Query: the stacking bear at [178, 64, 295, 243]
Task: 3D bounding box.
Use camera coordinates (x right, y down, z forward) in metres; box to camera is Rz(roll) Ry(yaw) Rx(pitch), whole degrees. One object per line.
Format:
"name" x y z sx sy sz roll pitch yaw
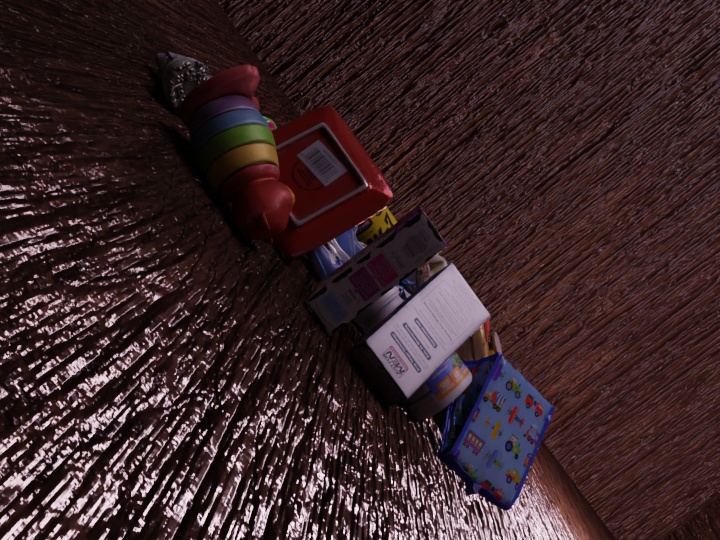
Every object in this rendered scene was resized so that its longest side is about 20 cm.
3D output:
"stacking bear" -0.147 -0.134 1.033 0.122 0.112 0.203 110 -43 -70

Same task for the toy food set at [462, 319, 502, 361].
"toy food set" 0.233 0.160 1.524 0.198 0.048 0.204 -52 127 -69

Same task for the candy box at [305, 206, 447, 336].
"candy box" 0.022 -0.004 1.128 0.061 0.199 0.136 51 6 -5

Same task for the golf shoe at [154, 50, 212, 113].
"golf shoe" -0.265 -0.276 1.169 0.097 0.079 0.200 36 2 -1

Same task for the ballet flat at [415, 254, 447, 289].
"ballet flat" 0.128 0.014 1.442 0.076 0.063 0.203 57 20 -46

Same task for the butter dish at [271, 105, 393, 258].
"butter dish" -0.077 -0.112 1.241 0.201 0.197 0.148 55 -16 19

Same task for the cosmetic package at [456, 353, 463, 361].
"cosmetic package" 0.164 0.209 1.501 0.200 0.073 0.103 42 27 -51

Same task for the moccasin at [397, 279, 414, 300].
"moccasin" 0.065 0.048 1.391 0.081 0.067 0.204 -50 130 -67

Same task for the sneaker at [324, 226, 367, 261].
"sneaker" 0.000 0.000 1.398 0.075 0.077 0.201 31 -21 48

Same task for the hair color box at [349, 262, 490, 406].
"hair color box" 0.087 0.089 1.161 0.101 0.199 0.060 52 -33 -1

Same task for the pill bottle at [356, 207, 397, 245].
"pill bottle" -0.006 -0.097 1.493 0.200 0.113 0.115 50 7 -46

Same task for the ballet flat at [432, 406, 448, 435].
"ballet flat" 0.160 0.259 1.331 0.203 0.071 0.072 63 8 6

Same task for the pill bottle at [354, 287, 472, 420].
"pill bottle" 0.072 0.116 1.245 0.201 0.111 0.112 53 7 0

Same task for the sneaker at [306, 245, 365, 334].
"sneaker" -0.008 0.014 1.315 0.200 0.088 0.076 49 9 -24

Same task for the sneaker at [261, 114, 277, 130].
"sneaker" -0.194 -0.256 1.527 0.083 0.077 0.200 36 1 9

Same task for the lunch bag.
"lunch bag" 0.204 0.259 1.262 0.150 0.093 0.202 43 51 -21

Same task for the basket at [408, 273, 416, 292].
"basket" 0.097 0.075 1.573 0.201 0.123 0.136 53 7 -11
